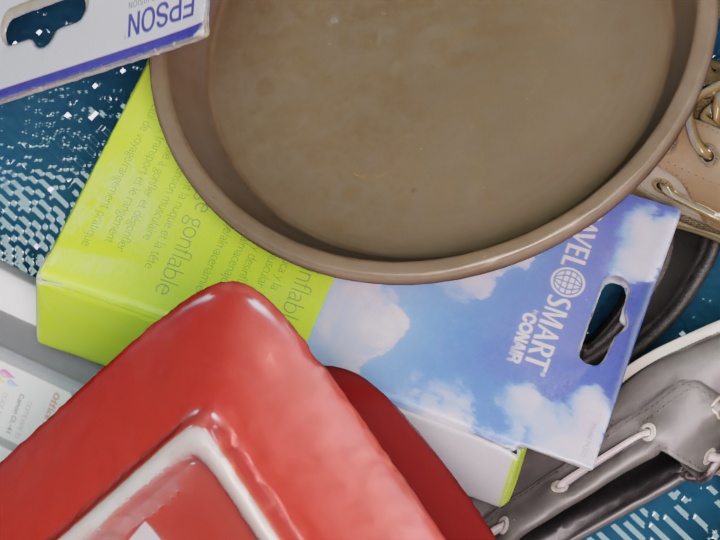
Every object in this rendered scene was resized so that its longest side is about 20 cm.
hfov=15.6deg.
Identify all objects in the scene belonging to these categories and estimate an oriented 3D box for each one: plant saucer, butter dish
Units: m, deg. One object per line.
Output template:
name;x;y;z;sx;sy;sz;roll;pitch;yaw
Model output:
plant saucer;0.025;-0.083;0.907;0.199;0.029;0.201;-5;64;11
butter dish;-0.018;0.119;0.851;0.200;0.148;0.200;-41;78;31

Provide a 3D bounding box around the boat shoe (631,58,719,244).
boat shoe;0.135;-0.047;0.956;0.199;0.065;0.071;30;66;3

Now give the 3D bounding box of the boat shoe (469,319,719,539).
boat shoe;0.090;0.075;0.951;0.199;0.067;0.057;-26;66;9

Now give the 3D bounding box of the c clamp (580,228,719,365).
c clamp;0.028;-0.016;0.985;0.199;0.027;0.171;25;72;6

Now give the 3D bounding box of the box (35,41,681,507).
box;0.000;0.000;0.927;0.199;0.048;0.122;20;57;5

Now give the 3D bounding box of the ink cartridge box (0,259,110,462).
ink cartridge box;-0.142;0.074;0.967;0.199;0.086;0.148;26;85;9

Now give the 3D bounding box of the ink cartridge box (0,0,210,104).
ink cartridge box;-0.103;-0.161;0.955;0.199;0.040;0.201;-10;79;48
